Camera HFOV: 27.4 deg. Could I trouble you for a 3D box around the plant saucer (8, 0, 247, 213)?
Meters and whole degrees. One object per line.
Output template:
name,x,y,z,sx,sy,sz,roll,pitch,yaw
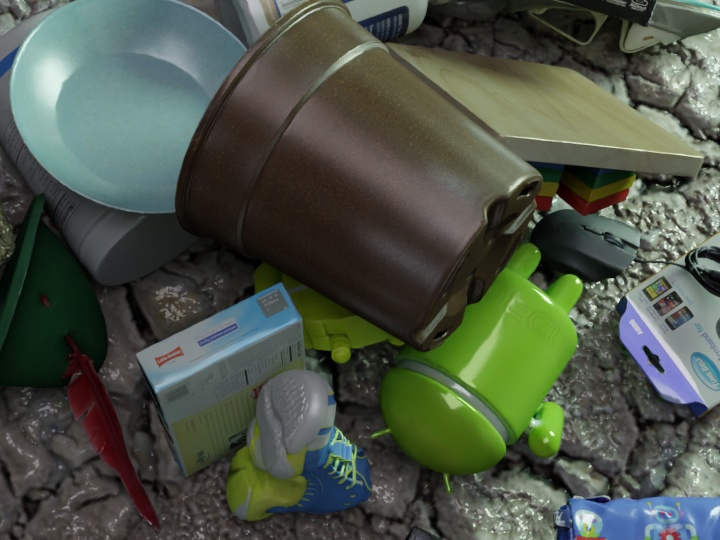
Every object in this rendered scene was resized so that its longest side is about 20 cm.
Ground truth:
plant saucer,-0.170,-0.123,1.135,0.200,0.039,0.202,8,60,-14

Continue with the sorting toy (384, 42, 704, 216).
sorting toy,0.136,-0.109,1.200,0.198,0.070,0.200,3,26,-29

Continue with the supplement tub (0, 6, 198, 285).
supplement tub,-0.217,-0.103,1.209,0.132,0.132,0.200,-34,76,-14

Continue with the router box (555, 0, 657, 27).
router box,0.190,-0.289,1.275,0.149,0.062,0.200,17,32,3

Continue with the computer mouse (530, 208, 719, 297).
computer mouse,0.237,-0.014,1.226,0.199,0.034,0.059,12,55,20

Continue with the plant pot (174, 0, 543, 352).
plant pot,0.007,-0.056,1.043,0.198,0.200,0.200,35,73,15

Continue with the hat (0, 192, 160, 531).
hat,-0.205,0.058,1.171,0.176,0.200,0.166,19,27,-16

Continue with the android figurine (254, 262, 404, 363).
android figurine,0.000,0.000,1.173,0.182,0.041,0.200,-18,35,6

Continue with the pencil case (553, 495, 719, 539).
pencil case,0.246,0.213,1.158,0.199,0.078,0.087,-3,63,-4

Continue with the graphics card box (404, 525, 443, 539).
graphics card box,0.099,0.298,1.133,0.200,0.051,0.126,26,72,4

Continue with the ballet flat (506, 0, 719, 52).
ballet flat,0.227,-0.228,1.324,0.199,0.067,0.064,16,98,3

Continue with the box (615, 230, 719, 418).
box,0.312,0.033,1.245,0.200,0.041,0.119,-32,76,-11

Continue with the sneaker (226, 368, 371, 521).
sneaker,-0.031,0.132,1.114,0.105,0.200,0.076,4,62,-20

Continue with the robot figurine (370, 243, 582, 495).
robot figurine,0.094,0.075,1.175,0.175,0.116,0.200,36,73,0

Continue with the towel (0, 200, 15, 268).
towel,-0.346,-0.048,1.179,0.148,0.036,0.200,-47,59,27

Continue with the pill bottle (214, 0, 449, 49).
pill bottle,-0.014,-0.235,1.218,0.200,0.111,0.111,-22,74,-13

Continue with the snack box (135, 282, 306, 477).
snack box,-0.098,0.087,1.113,0.116,0.200,0.037,-26,68,-12
